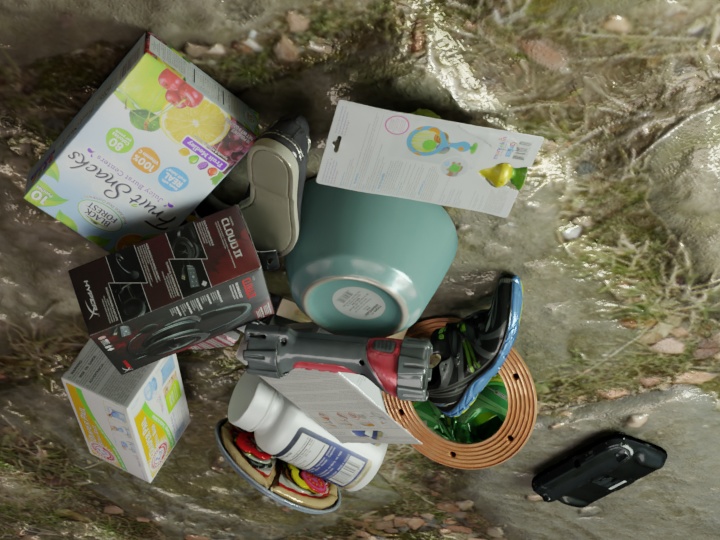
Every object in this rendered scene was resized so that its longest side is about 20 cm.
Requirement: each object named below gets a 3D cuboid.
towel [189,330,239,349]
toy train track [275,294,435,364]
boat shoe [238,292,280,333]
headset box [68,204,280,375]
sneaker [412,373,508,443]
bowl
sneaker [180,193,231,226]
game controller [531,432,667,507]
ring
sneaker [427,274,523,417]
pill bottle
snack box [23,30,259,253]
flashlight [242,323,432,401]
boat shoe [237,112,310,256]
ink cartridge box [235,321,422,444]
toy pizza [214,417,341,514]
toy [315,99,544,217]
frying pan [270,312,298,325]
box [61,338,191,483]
[{"bbox_3d":[-0.233,0.048,1.373,0.145,0.030,0.199,28,165,-19],"label":"towel"},{"bbox_3d":[-0.004,0.065,1.374,0.197,0.033,0.116,18,115,-13],"label":"toy train track"},{"bbox_3d":[-0.184,0.005,1.314,0.198,0.069,0.074,29,176,-7],"label":"boat shoe"},{"bbox_3d":[-0.178,0.019,1.186,0.198,0.078,0.149,-21,162,-7],"label":"headset box"},{"bbox_3d":[0.126,0.192,1.481,0.074,0.084,0.199,35,138,-29],"label":"sneaker"},{"bbox_3d":[0.000,0.000,1.246,0.198,0.106,0.202,8,144,6],"label":"bowl"},{"bbox_3d":[-0.213,-0.070,1.246,0.197,0.076,0.090,17,135,-18],"label":"sneaker"},{"bbox_3d":[0.324,0.275,1.586,0.103,0.043,0.200,13,146,-27],"label":"game controller"},{"bbox_3d":[0.119,0.148,1.409,0.198,0.019,0.203,9,113,22],"label":"ring"},{"bbox_3d":[0.123,0.084,1.325,0.082,0.071,0.201,30,124,-2],"label":"sneaker"},{"bbox_3d":[-0.070,0.201,1.522,0.199,0.112,0.111,29,140,-23],"label":"pill bottle"},{"bbox_3d":[-0.213,-0.112,1.140,0.142,0.053,0.200,35,114,-28],"label":"snack box"},{"bbox_3d":[-0.023,0.098,1.239,0.197,0.069,0.068,4,172,11],"label":"flashlight"},{"bbox_3d":[-0.081,-0.083,1.171,0.072,0.063,0.201,27,150,6],"label":"boat shoe"},{"bbox_3d":[-0.032,0.136,1.385,0.200,0.051,0.160,40,151,-29],"label":"ink cartridge box"},{"bbox_3d":[-0.106,0.253,1.567,0.199,0.200,0.032,28,103,-21],"label":"toy pizza"},{"bbox_3d":[0.065,-0.118,1.123,0.197,0.048,0.116,12,140,-7],"label":"toy"},{"bbox_3d":[-0.107,0.065,1.417,0.187,0.031,0.116,16,140,-2],"label":"frying pan"},{"bbox_3d":[-0.302,0.171,1.524,0.100,0.113,0.201,22,147,16],"label":"box"}]
